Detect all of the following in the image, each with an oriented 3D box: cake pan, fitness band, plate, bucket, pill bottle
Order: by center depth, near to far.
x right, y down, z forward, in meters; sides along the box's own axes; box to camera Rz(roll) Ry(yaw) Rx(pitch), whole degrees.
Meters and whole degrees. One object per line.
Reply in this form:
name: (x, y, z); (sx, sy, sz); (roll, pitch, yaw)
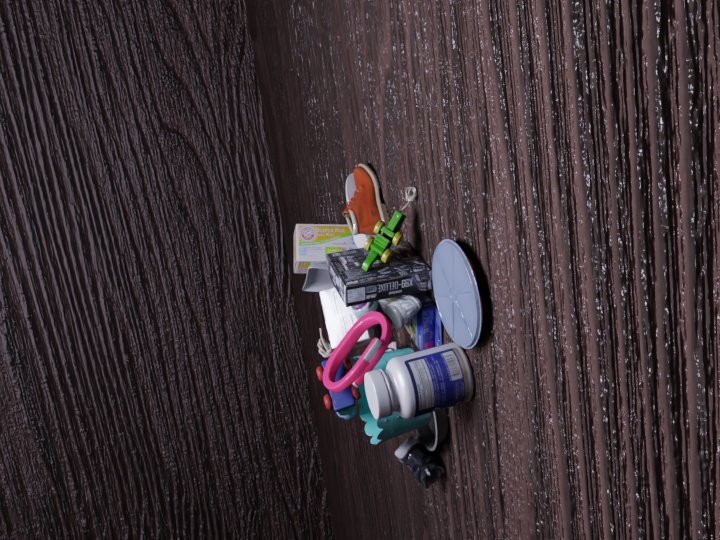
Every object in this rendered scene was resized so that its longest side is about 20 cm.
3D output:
pill bottle: (0.112, 0.222, 1.300); (0.120, 0.195, 0.123); (168, 90, -76)
fitness band: (-0.007, 0.180, 1.443); (0.037, 0.201, 0.143); (39, 176, -23)
bucket: (0.069, 0.277, 1.499); (0.207, 0.131, 0.213); (169, 90, -76)
cake pan: (0.154, 0.315, 1.542); (0.200, 0.036, 0.206); (168, 91, -77)
plate: (-0.060, 0.019, 1.865); (0.200, 0.194, 0.033); (117, 156, -68)

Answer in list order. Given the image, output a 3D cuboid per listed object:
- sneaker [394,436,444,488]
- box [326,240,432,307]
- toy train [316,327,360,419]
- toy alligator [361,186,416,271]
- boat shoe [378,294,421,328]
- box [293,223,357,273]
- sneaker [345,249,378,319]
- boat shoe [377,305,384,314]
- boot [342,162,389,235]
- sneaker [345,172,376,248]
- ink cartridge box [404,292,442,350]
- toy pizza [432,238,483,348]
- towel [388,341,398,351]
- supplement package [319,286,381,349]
sneaker: (0.148, 0.469, 1.604); (0.114, 0.075, 0.200); (45, 177, 21)
box: (0.037, 0.002, 1.430); (0.158, 0.195, 0.051); (-126, 29, -57)
toy train: (-0.056, 0.247, 1.563); (0.117, 0.083, 0.203); (77, 175, -59)
toy alligator: (0.065, -0.083, 1.399); (0.059, 0.202, 0.054); (31, 176, 13)
boat shoe: (0.084, 0.079, 1.455); (0.076, 0.064, 0.202); (61, 173, -3)
box: (-0.091, -0.060, 1.864); (0.102, 0.194, 0.115); (117, 150, -68)
sneaker: (0.000, 0.000, 1.561); (0.141, 0.076, 0.202); (59, -156, -30)
boat shoe: (0.033, 0.060, 1.673); (0.201, 0.060, 0.076); (-114, 14, -54)
boot: (-0.001, -0.177, 1.641); (0.076, 0.104, 0.204); (101, 155, -61)
sneaker: (-0.003, -0.145, 1.741); (0.116, 0.072, 0.205); (130, 127, -69)
ink cartridge box: (0.129, 0.099, 1.474); (0.201, 0.041, 0.122); (-125, 27, -55)
toy pizza: (0.183, 0.042, 1.217); (0.200, 0.031, 0.206); (168, 91, -75)
towel: (0.093, 0.267, 1.711); (0.200, 0.029, 0.150); (104, 158, -77)
supplement package: (-0.022, 0.129, 1.813); (0.200, 0.108, 0.160); (29, -134, -75)
